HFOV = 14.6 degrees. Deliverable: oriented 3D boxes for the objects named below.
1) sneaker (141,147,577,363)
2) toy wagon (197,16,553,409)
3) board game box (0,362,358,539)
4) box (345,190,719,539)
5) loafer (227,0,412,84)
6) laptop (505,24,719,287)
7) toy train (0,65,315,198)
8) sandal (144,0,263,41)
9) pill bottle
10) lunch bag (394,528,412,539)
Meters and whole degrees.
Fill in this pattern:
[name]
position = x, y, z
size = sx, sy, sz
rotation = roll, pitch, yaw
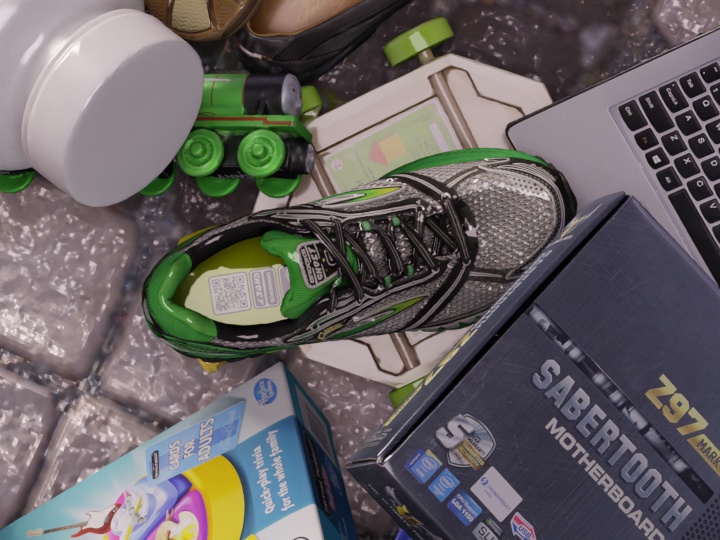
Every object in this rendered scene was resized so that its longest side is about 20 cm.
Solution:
[sneaker]
position = 0.000, 0.000, 1.231
size = 0.199, 0.085, 0.079
rotation = -17, 91, 3
[toy wagon]
position = 0.008, -0.015, 1.293
size = 0.199, 0.040, 0.156
rotation = -26, 89, 3
[board game box]
position = -0.097, 0.145, 1.231
size = 0.199, 0.151, 0.047
rotation = -31, 122, 9
[box]
position = 0.117, 0.093, 1.150
size = 0.158, 0.051, 0.200
rotation = -45, 98, -17
[loafer]
position = 0.021, -0.160, 1.273
size = 0.073, 0.072, 0.200
rotation = 44, 92, 2
[laptop]
position = 0.163, 0.004, 1.177
size = 0.199, 0.116, 0.188
rotation = -23, 103, 35
[toy train]
position = -0.114, -0.065, 1.276
size = 0.198, 0.042, 0.057
rotation = 1, 73, 16
[sandal]
position = -0.028, -0.189, 1.243
size = 0.080, 0.054, 0.201
rotation = 31, 93, 26
[pill bottle]
position = -0.166, -0.114, 1.228
size = 0.200, 0.111, 0.111
rotation = 37, 92, 27
[lunch bag]
position = 0.089, 0.139, 1.208
size = 0.150, 0.094, 0.201
rotation = 22, 90, -18
